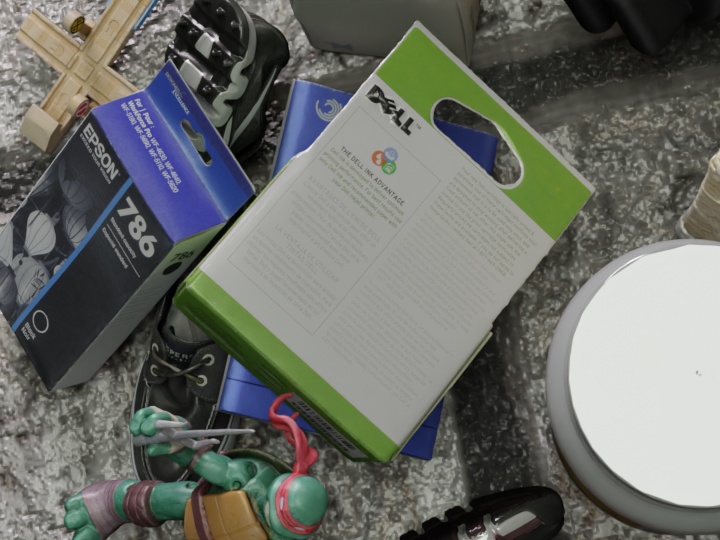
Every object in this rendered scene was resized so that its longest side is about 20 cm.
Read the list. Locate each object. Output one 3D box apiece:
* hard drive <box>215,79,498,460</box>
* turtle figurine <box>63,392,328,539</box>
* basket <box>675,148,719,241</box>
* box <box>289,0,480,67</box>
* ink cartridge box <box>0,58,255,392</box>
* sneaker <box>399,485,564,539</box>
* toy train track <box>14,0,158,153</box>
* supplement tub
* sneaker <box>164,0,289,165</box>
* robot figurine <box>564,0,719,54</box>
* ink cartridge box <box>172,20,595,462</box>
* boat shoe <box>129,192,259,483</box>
[{"bbox_3d":[0.000,0.000,0.860,0.131,0.025,0.202,14,81,-11],"label":"hard drive"},{"bbox_3d":[-0.079,0.143,0.781,0.199,0.100,0.151,-25,83,48],"label":"turtle figurine"},{"bbox_3d":[0.310,-0.042,0.776,0.200,0.161,0.198,-45,75,-4],"label":"basket"},{"bbox_3d":[0.029,-0.242,0.872,0.108,0.128,0.202,9,81,9],"label":"box"},{"bbox_3d":[-0.150,-0.023,0.847,0.200,0.039,0.100,-45,71,34],"label":"ink cartridge box"},{"bbox_3d":[0.045,0.212,0.819,0.199,0.076,0.116,-28,91,2],"label":"sneaker"},{"bbox_3d":[-0.156,-0.165,0.917,0.114,0.033,0.201,37,95,12],"label":"toy train track"},{"bbox_3d":[0.169,0.065,0.753,0.143,0.200,0.146,-1,79,8],"label":"supplement tub"},{"bbox_3d":[-0.104,-0.077,0.890,0.066,0.090,0.201,44,113,23],"label":"sneaker"},{"bbox_3d":[0.195,-0.231,0.846,0.150,0.125,0.201,36,86,0],"label":"robot figurine"},{"bbox_3d":[0.015,-0.013,0.813,0.148,0.076,0.200,42,76,-5],"label":"ink cartridge box"},{"bbox_3d":[-0.098,0.042,0.866,0.069,0.066,0.202,16,82,11],"label":"boat shoe"}]
